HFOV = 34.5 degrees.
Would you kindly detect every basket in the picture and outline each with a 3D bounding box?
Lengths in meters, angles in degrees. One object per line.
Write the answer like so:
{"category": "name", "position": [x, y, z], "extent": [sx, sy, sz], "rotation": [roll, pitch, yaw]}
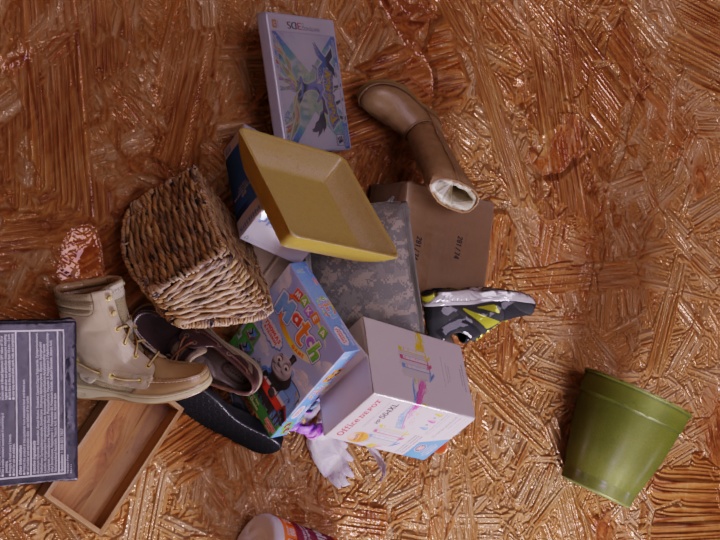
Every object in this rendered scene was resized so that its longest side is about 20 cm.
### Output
{"category": "basket", "position": [-0.223, -0.009, 1.541], "extent": [0.142, 0.200, 0.149], "rotation": [-31, 135, 4]}

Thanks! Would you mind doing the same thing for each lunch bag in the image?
{"category": "lunch bag", "position": [0.000, 0.000, 1.669], "extent": [0.163, 0.118, 0.201], "rotation": [-6, 89, -1]}

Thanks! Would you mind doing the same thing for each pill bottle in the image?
{"category": "pill bottle", "position": [-0.076, 0.432, 1.671], "extent": [0.199, 0.114, 0.115], "rotation": [28, 73, -31]}

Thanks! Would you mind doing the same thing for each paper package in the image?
{"category": "paper package", "position": [0.102, -0.028, 1.821], "extent": [0.190, 0.103, 0.201], "rotation": [11, 82, -33]}

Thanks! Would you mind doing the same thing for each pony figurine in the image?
{"category": "pony figurine", "position": [-0.027, 0.211, 1.707], "extent": [0.193, 0.166, 0.200], "rotation": [50, 52, -6]}

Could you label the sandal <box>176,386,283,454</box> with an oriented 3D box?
{"category": "sandal", "position": [-0.190, 0.197, 1.635], "extent": [0.200, 0.075, 0.048], "rotation": [40, 45, -35]}

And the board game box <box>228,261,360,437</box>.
{"category": "board game box", "position": [-0.099, 0.109, 1.584], "extent": [0.036, 0.200, 0.152], "rotation": [-6, 55, -47]}

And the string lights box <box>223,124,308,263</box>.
{"category": "string lights box", "position": [-0.125, -0.109, 1.617], "extent": [0.102, 0.059, 0.200], "rotation": [25, 31, -31]}

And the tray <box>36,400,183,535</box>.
{"category": "tray", "position": [-0.332, 0.239, 1.546], "extent": [0.099, 0.037, 0.200], "rotation": [43, 65, -26]}

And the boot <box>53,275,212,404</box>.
{"category": "boot", "position": [-0.293, 0.086, 1.486], "extent": [0.073, 0.199, 0.156], "rotation": [-62, 152, -70]}

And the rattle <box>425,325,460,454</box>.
{"category": "rattle", "position": [0.074, 0.165, 1.760], "extent": [0.143, 0.130, 0.201], "rotation": [32, 52, -42]}

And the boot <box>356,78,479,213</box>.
{"category": "boot", "position": [0.089, -0.194, 1.769], "extent": [0.175, 0.066, 0.201], "rotation": [19, 35, -33]}

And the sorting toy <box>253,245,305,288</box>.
{"category": "sorting toy", "position": [-0.111, -0.006, 1.715], "extent": [0.200, 0.036, 0.186], "rotation": [-42, 112, -33]}

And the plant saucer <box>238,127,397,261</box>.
{"category": "plant saucer", "position": [-0.066, -0.088, 1.546], "extent": [0.199, 0.048, 0.200], "rotation": [11, 40, -45]}

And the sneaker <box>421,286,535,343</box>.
{"category": "sneaker", "position": [0.177, 0.069, 1.771], "extent": [0.199, 0.074, 0.085], "rotation": [1, 93, -25]}

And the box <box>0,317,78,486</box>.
{"category": "box", "position": [-0.458, 0.159, 1.406], "extent": [0.198, 0.123, 0.201], "rotation": [1, 86, -36]}

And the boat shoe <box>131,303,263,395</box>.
{"category": "boat shoe", "position": [-0.224, 0.110, 1.562], "extent": [0.200, 0.072, 0.072], "rotation": [33, 96, -2]}

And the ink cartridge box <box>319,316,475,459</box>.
{"category": "ink cartridge box", "position": [0.035, 0.163, 1.603], "extent": [0.199, 0.129, 0.126], "rotation": [17, 46, -30]}

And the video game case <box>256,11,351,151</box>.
{"category": "video game case", "position": [-0.080, -0.274, 1.708], "extent": [0.182, 0.022, 0.201], "rotation": [-13, 96, -59]}

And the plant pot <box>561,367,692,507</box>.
{"category": "plant pot", "position": [0.443, 0.298, 2.011], "extent": [0.200, 0.200, 0.194], "rotation": [28, 85, -31]}
